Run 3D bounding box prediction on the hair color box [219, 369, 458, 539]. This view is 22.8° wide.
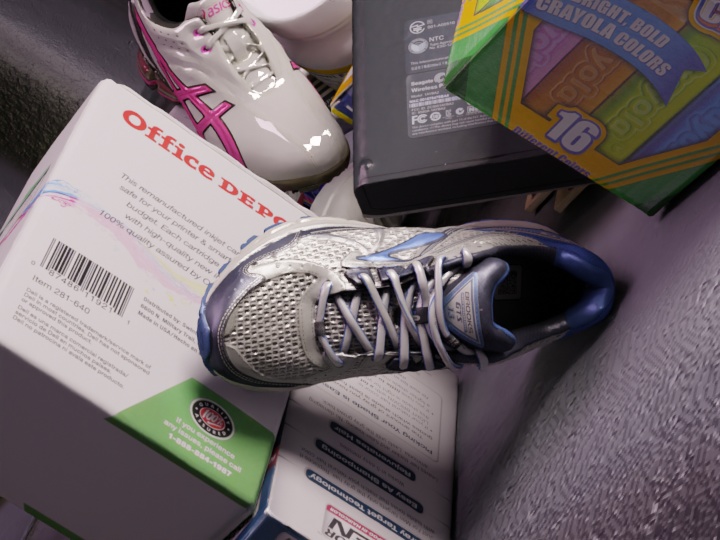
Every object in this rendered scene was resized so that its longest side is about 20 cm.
[{"bbox_3d":[-0.010,0.098,0.861,0.061,0.100,0.200,-50,15,26],"label":"hair color box"}]

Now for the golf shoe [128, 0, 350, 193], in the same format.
[{"bbox_3d":[-0.082,-0.122,1.093,0.073,0.200,0.092,-36,-35,-20],"label":"golf shoe"}]

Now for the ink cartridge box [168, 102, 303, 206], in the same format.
[{"bbox_3d":[-0.117,-0.010,1.157,0.200,0.085,0.146,-53,-19,-35],"label":"ink cartridge box"}]

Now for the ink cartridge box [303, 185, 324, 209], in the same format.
[{"bbox_3d":[-0.064,0.006,1.342,0.200,0.076,0.136,-55,13,6],"label":"ink cartridge box"}]

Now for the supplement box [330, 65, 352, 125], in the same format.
[{"bbox_3d":[0.084,-0.164,1.074,0.200,0.109,0.109,-62,9,-24],"label":"supplement box"}]

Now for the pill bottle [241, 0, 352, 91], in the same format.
[{"bbox_3d":[0.004,-0.175,1.189,0.114,0.200,0.115,-8,72,27],"label":"pill bottle"}]

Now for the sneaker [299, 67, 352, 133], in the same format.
[{"bbox_3d":[0.025,-0.165,1.331,0.200,0.073,0.071,-42,-8,16],"label":"sneaker"}]

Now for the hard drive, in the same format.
[{"bbox_3d":[0.065,-0.126,0.940,0.033,0.139,0.201,65,-160,-53],"label":"hard drive"}]

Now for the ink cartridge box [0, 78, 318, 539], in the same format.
[{"bbox_3d":[-0.107,0.025,0.838,0.084,0.145,0.200,-45,18,35],"label":"ink cartridge box"}]

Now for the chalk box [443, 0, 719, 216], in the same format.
[{"bbox_3d":[0.145,-0.144,0.773,0.200,0.124,0.125,-45,21,44],"label":"chalk box"}]

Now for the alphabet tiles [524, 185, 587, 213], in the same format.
[{"bbox_3d":[0.155,-0.122,0.966,0.200,0.006,0.167,-48,17,38],"label":"alphabet tiles"}]

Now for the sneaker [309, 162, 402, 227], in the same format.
[{"bbox_3d":[0.000,0.000,1.177,0.084,0.073,0.200,-2,44,37],"label":"sneaker"}]

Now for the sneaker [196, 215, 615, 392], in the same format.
[{"bbox_3d":[0.026,0.011,0.790,0.085,0.199,0.077,11,110,62],"label":"sneaker"}]
